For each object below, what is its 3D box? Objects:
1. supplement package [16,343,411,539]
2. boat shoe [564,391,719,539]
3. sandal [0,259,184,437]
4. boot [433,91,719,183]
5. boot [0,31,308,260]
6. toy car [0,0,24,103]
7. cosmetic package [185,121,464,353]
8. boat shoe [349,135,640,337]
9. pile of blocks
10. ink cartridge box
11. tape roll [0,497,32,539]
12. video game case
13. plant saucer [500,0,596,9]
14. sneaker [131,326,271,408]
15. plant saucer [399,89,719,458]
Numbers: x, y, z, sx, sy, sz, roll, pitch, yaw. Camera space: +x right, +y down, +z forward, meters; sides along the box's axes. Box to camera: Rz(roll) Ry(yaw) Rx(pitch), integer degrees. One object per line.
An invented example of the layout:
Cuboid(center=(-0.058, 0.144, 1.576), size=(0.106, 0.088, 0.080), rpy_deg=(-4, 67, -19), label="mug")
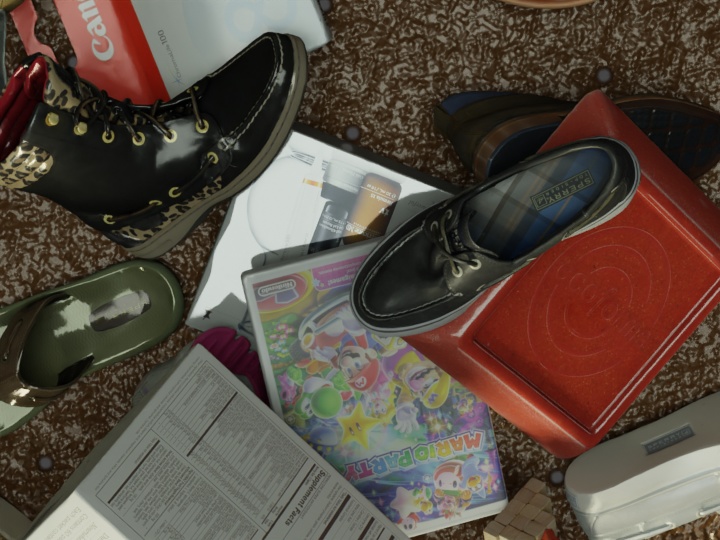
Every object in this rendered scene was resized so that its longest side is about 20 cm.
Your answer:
Cuboid(center=(-0.099, 0.189, 1.184), size=(0.200, 0.151, 0.152), rpy_deg=(43, 134, -5), label="supplement package")
Cuboid(center=(0.240, 0.137, 1.288), size=(0.199, 0.072, 0.069), rpy_deg=(-24, 119, -2), label="boat shoe")
Cuboid(center=(-0.215, 0.052, 1.287), size=(0.200, 0.057, 0.080), rpy_deg=(-30, 97, 6), label="sandal")
Cuboid(center=(0.145, -0.096, 1.248), size=(0.198, 0.097, 0.075), rpy_deg=(-6, 119, -29), label="boot")
Cuboid(center=(-0.141, -0.096, 1.200), size=(0.150, 0.074, 0.200), rpy_deg=(22, 132, -36), label="boot")
Cuboid(center=(-0.262, -0.212, 1.200), size=(0.157, 0.164, 0.202), rpy_deg=(-18, 124, -30), label="toy car")
Cuboid(center=(0.000, 0.000, 1.278), size=(0.198, 0.052, 0.152), rpy_deg=(21, 101, -2), label="cosmetic package")
Cuboid(center=(0.076, -0.022, 1.137), size=(0.199, 0.066, 0.070), rpy_deg=(-25, 80, 12), label="boat shoe")
Cuboid(center=(0.120, 0.246, 1.290), size=(0.062, 0.082, 0.202), rpy_deg=(23, 116, 34), label="pile of blocks")
Cuboid(center=(-0.138, -0.190, 1.252), size=(0.198, 0.047, 0.161), rpy_deg=(-22, 98, 3), label="ink cartridge box")
Cuboid(center=(-0.279, 0.245, 1.248), size=(0.202, 0.203, 0.139), rpy_deg=(42, 99, -5), label="tape roll")
Cuboid(center=(0.011, 0.081, 1.247), size=(0.142, 0.018, 0.202), rpy_deg=(-14, 103, -7), label="video game case")
Cuboid(center=(0.124, -0.274, 1.240), size=(0.198, 0.032, 0.202), rpy_deg=(0, 99, 2), label="plant saucer")
Cuboid(center=(-0.084, 0.129, 1.291), size=(0.088, 0.081, 0.201), rpy_deg=(-13, 115, 38), label="sneaker")
Cuboid(center=(0.150, 0.016, 1.227), size=(0.200, 0.037, 0.199), rpy_deg=(-50, 128, 3), label="plant saucer")
